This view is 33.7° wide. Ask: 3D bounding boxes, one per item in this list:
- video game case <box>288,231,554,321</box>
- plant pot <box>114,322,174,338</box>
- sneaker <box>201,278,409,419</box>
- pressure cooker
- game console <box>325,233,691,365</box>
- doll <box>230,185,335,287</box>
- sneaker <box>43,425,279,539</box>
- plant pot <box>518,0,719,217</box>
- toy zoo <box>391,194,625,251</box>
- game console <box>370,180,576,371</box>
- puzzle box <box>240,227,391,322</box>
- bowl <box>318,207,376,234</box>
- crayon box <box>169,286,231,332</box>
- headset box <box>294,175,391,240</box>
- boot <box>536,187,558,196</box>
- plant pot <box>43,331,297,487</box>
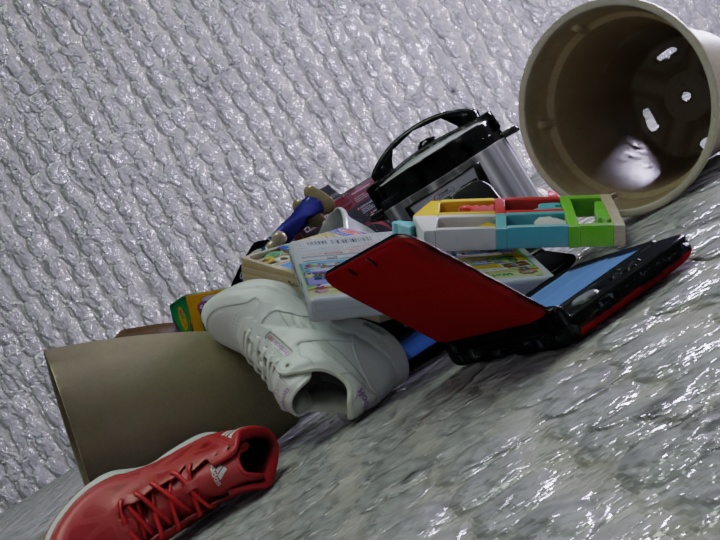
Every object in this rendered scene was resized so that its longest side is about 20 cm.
[{"bbox_3d":[0.045,-0.002,1.019,0.200,0.022,0.182,-5,17,-7],"label":"video game case"},{"bbox_3d":[-0.224,0.146,1.700,0.200,0.187,0.187,-17,6,14],"label":"plant pot"},{"bbox_3d":[-0.063,0.068,1.014,0.200,0.075,0.100,16,40,27],"label":"sneaker"},{"bbox_3d":[0.113,-0.086,1.417,0.176,0.200,0.179,-32,2,-35],"label":"pressure cooker"},{"bbox_3d":[0.094,-0.004,0.822,0.172,0.119,0.200,-33,2,-17],"label":"game console"},{"bbox_3d":[-0.103,-0.011,1.318,0.200,0.048,0.136,-53,4,-31],"label":"doll"},{"bbox_3d":[-0.146,0.170,0.916,0.200,0.078,0.115,-35,2,-41],"label":"sneaker"},{"bbox_3d":[0.285,-0.165,1.161,0.200,0.201,0.183,-31,-8,38],"label":"plant pot"},{"bbox_3d":[0.128,-0.043,1.057,0.200,0.021,0.131,-1,15,7],"label":"toy zoo"},{"bbox_3d":[0.078,0.001,1.134,0.200,0.176,0.116,-32,-27,-5],"label":"game console"},{"bbox_3d":[0.000,0.000,1.103,0.133,0.025,0.200,-18,22,-39],"label":"puzzle box"},{"bbox_3d":[-0.010,0.036,1.358,0.201,0.090,0.201,-166,90,-78],"label":"bowl"},{"bbox_3d":[-0.128,0.077,1.497,0.200,0.119,0.058,-10,-9,-30],"label":"crayon box"},{"bbox_3d":[-0.003,-0.016,1.509,0.149,0.200,0.075,-34,3,-31],"label":"headset box"},{"bbox_3d":[0.228,-0.085,1.573,0.144,0.072,0.200,-31,-2,-25],"label":"boot"},{"bbox_3d":[-0.167,0.130,1.096,0.200,0.188,0.187,-19,-2,-17],"label":"plant pot"}]
